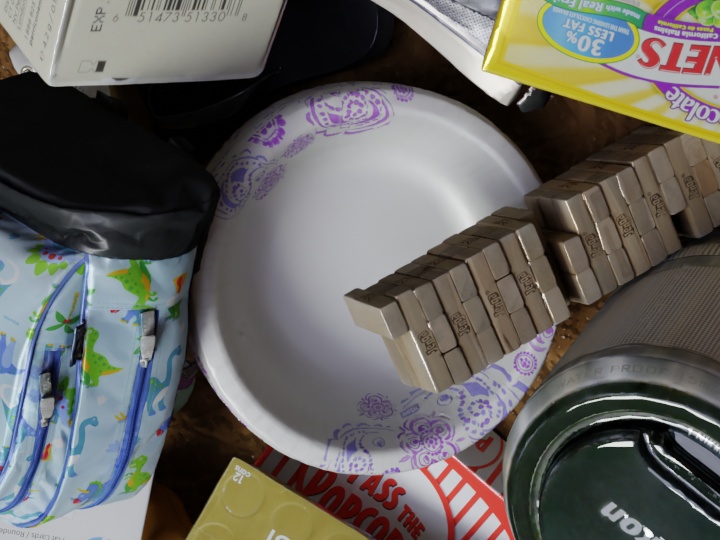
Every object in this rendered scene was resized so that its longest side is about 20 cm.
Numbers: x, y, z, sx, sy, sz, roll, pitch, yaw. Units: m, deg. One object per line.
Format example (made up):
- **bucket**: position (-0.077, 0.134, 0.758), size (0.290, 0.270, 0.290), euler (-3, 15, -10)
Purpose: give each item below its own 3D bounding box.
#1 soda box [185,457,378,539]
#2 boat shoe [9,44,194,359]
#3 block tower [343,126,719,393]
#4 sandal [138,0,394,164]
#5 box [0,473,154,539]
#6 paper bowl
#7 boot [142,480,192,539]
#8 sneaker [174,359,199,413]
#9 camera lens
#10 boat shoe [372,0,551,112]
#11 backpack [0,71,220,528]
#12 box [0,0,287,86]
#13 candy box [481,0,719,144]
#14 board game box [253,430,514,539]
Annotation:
- **soda box**: position (-0.002, 0.187, 1.112), size (0.199, 0.064, 0.068), euler (30, 85, 12)
- **boat shoe**: position (-0.141, -0.040, 1.063), size (0.069, 0.071, 0.202), euler (-20, 80, 10)
- **block tower**: position (0.093, -0.008, 0.970), size (0.058, 0.199, 0.054), euler (66, 163, -13)
- **sandal**: position (-0.072, -0.116, 1.078), size (0.199, 0.043, 0.077), euler (-28, 81, 33)
- **box**: position (-0.189, 0.077, 1.110), size (0.155, 0.041, 0.202), euler (11, 100, -10)
- **paper bowl**: position (0.000, 0.000, 1.033), size (0.199, 0.104, 0.203), euler (-2, 99, -13)
- **boot**: position (-0.174, 0.222, 1.213), size (0.071, 0.144, 0.202), euler (30, 96, -29)
- **sneaker**: position (-0.162, -0.016, 1.174), size (0.199, 0.078, 0.140), euler (35, 120, 5)
- **camera lens**: position (0.170, 0.081, 0.955), size (0.159, 0.200, 0.161), euler (12, 119, 23)
- **boat shoe**: position (0.038, -0.177, 0.988), size (0.199, 0.075, 0.093), euler (37, 117, 0)
- **backpack**: position (-0.157, 0.029, 0.975), size (0.163, 0.153, 0.201), euler (33, 137, 36)
- **box**: position (-0.132, -0.193, 0.981), size (0.200, 0.127, 0.110), euler (50, 132, 36)
- **candy box**: position (0.166, -0.115, 0.933), size (0.198, 0.026, 0.103), euler (17, 120, 1)
- **board game box**: position (0.005, 0.151, 1.175), size (0.151, 0.046, 0.200), euler (39, 126, 6)
